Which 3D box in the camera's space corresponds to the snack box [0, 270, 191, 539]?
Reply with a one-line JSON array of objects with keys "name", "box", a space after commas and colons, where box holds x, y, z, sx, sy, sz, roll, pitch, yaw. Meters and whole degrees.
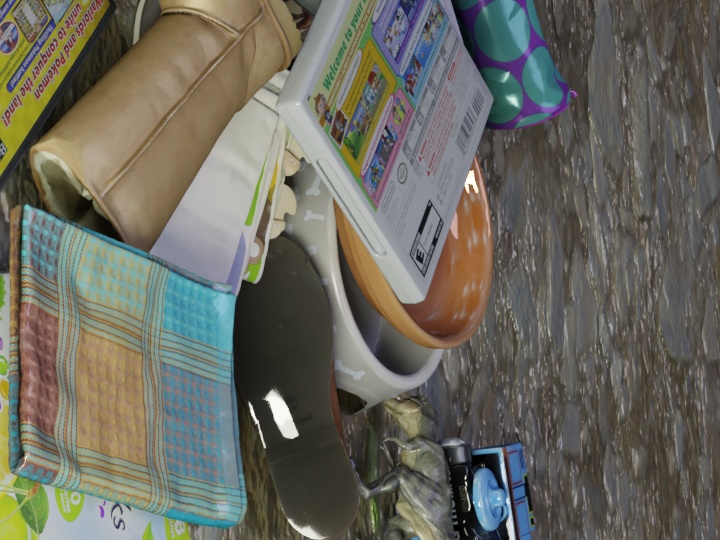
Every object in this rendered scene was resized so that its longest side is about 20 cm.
[{"name": "snack box", "box": [-0.180, 0.085, 1.125, 0.200, 0.067, 0.170, -12, 91, -64]}]

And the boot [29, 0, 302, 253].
[{"name": "boot", "box": [-0.127, -0.126, 1.237, 0.176, 0.066, 0.200, 55, 53, -26]}]

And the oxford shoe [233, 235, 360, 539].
[{"name": "oxford shoe", "box": [-0.047, 0.078, 1.399, 0.071, 0.071, 0.202, 98, -18, -83]}]

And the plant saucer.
[{"name": "plant saucer", "box": [0.034, -0.043, 1.477, 0.200, 0.037, 0.202, 31, 54, -56]}]

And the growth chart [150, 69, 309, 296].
[{"name": "growth chart", "box": [-0.089, -0.054, 1.342, 0.145, 0.018, 0.201, 42, 60, -47]}]

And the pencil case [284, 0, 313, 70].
[{"name": "pencil case", "box": [-0.041, -0.214, 1.480, 0.078, 0.089, 0.202, 90, -9, -89]}]

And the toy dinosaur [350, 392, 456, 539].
[{"name": "toy dinosaur", "box": [0.031, 0.168, 1.477, 0.087, 0.048, 0.201, -2, 62, -22]}]

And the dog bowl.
[{"name": "dog bowl", "box": [0.000, 0.000, 1.500, 0.200, 0.058, 0.202, 29, 57, -55]}]

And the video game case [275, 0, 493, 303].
[{"name": "video game case", "box": [0.021, -0.112, 1.408, 0.183, 0.022, 0.201, 57, 39, -36]}]

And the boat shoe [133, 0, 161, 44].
[{"name": "boat shoe", "box": [-0.099, -0.176, 1.379, 0.067, 0.057, 0.201, 51, 38, -41]}]

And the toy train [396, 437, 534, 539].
[{"name": "toy train", "box": [0.088, 0.221, 1.559, 0.114, 0.086, 0.202, -1, 81, -68]}]

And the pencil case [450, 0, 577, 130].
[{"name": "pencil case", "box": [0.110, -0.219, 1.750, 0.092, 0.085, 0.201, -28, 108, -31]}]

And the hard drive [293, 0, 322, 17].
[{"name": "hard drive", "box": [-0.029, -0.281, 1.426, 0.132, 0.026, 0.201, 36, 59, -34]}]

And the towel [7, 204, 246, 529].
[{"name": "towel", "box": [-0.123, 0.056, 1.151, 0.200, 0.022, 0.148, 27, 56, -57]}]

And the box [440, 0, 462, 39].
[{"name": "box", "box": [0.018, -0.190, 1.626, 0.200, 0.036, 0.145, -42, 117, -60]}]

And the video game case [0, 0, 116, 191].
[{"name": "video game case", "box": [-0.220, -0.165, 1.184, 0.181, 0.025, 0.201, 61, 32, -30]}]
